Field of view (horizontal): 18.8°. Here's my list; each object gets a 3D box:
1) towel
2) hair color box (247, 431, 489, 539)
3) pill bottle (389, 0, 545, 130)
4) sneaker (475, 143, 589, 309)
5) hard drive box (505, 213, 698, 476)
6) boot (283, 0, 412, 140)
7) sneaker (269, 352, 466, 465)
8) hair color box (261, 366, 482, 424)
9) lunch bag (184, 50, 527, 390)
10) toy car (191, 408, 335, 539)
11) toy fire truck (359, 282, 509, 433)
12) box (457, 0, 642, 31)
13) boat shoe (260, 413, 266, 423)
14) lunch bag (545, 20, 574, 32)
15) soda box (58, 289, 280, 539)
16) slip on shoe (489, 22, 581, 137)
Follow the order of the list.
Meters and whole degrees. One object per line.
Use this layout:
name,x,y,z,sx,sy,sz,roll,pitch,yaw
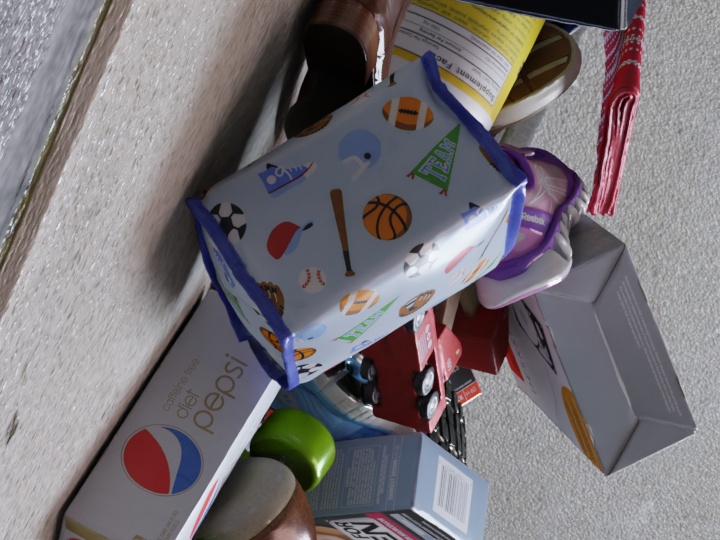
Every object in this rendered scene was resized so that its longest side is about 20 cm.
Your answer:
towel,0.189,-0.155,1.579,0.145,0.022,0.200,95,4,-53
hair color box,-0.020,0.169,1.559,0.099,0.200,0.061,40,51,-47
pill bottle,0.057,-0.157,1.482,0.200,0.112,0.112,-62,175,-8
sneaker,0.105,-0.054,1.509,0.080,0.089,0.200,-24,-162,17
hard drive box,0.152,0.037,1.585,0.077,0.156,0.200,-25,-161,-6
boot,0.021,-0.174,1.357,0.187,0.064,0.200,104,9,-61
sneaker,0.004,0.105,1.575,0.090,0.200,0.079,-24,-134,31
hair color box,-0.003,0.092,1.718,0.101,0.061,0.200,-30,-167,-24
lunch bag,-0.002,-0.017,1.266,0.170,0.124,0.200,-31,163,-6
toy car,-0.067,0.224,1.452,0.158,0.200,0.164,-15,-153,41
toy fire truck,0.050,0.030,1.492,0.200,0.049,0.141,80,32,-47
box,0.132,-0.282,1.282,0.197,0.124,0.200,-56,153,-44
boat shoe,-0.064,0.024,1.452,0.076,0.060,0.200,-59,173,-44
lunch bag,0.125,-0.232,1.641,0.200,0.124,0.170,-65,173,19
soda box,-0.112,0.109,1.351,0.200,0.068,0.064,-60,174,-38
slip on shoe,0.074,-0.115,1.564,0.200,0.076,0.061,-27,148,22
